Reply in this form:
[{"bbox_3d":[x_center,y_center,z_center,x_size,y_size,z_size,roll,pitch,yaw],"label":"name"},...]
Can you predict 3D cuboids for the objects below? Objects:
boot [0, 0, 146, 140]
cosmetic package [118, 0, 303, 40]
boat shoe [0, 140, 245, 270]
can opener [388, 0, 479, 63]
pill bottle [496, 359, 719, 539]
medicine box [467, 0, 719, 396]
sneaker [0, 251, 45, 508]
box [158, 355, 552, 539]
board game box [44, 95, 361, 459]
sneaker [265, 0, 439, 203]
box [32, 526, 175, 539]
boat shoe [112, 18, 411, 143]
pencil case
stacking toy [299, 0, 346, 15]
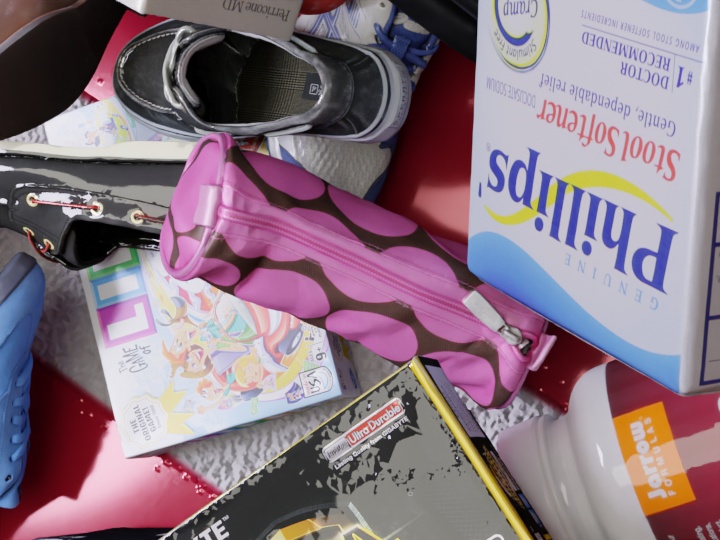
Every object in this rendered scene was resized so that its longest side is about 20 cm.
[{"bbox_3d":[-0.224,-0.167,1.011,0.200,0.064,0.186,29,55,24],"label":"boot"},{"bbox_3d":[-0.062,-0.219,0.845,0.087,0.103,0.200,32,110,39],"label":"cosmetic package"},{"bbox_3d":[-0.157,-0.034,0.982,0.201,0.074,0.063,1,79,14],"label":"boat shoe"},{"bbox_3d":[0.056,-0.132,0.901,0.063,0.200,0.079,-21,60,41],"label":"can opener"},{"bbox_3d":[0.174,0.084,0.881,0.200,0.113,0.113,-22,80,16],"label":"pill bottle"},{"bbox_3d":[0.137,-0.071,0.802,0.182,0.103,0.200,32,125,58],"label":"medicine box"},{"bbox_3d":[-0.207,0.079,1.019,0.078,0.066,0.200,30,116,-1],"label":"sneaker"},{"bbox_3d":[-0.006,0.161,0.847,0.200,0.049,0.160,-35,78,13],"label":"box"},{"bbox_3d":[-0.090,-0.008,1.015,0.134,0.034,0.200,-18,81,17],"label":"board game box"},{"bbox_3d":[0.004,-0.120,0.954,0.088,0.075,0.200,8,91,60],"label":"sneaker"},{"bbox_3d":[-0.060,0.234,0.946,0.197,0.117,0.200,-3,85,18],"label":"box"},{"bbox_3d":[-0.067,-0.103,0.932,0.200,0.071,0.072,6,88,41],"label":"boat shoe"},{"bbox_3d":[0.000,0.000,0.912,0.200,0.094,0.091,21,100,-13],"label":"pencil case"},{"bbox_3d":[-0.066,-0.199,0.958,0.085,0.085,0.200,-47,51,10],"label":"stacking toy"}]
